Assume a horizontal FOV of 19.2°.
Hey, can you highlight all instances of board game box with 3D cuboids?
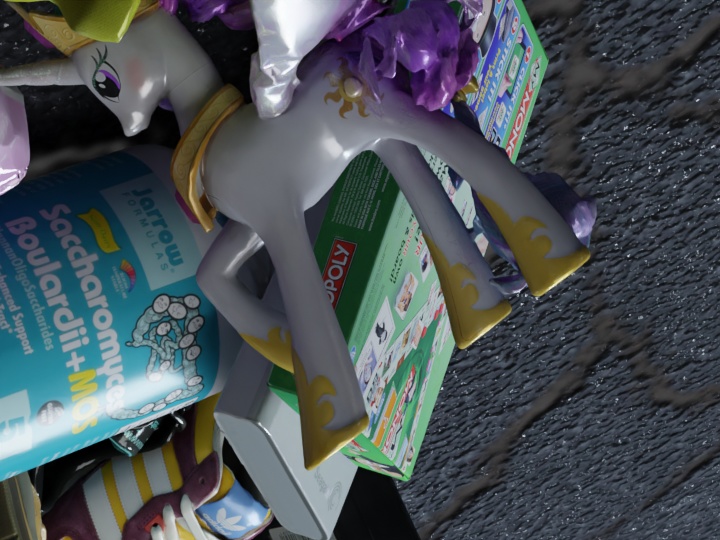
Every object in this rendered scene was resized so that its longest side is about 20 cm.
[{"bbox_3d":[0.024,-0.026,0.873,0.029,0.201,0.135,15,166,19],"label":"board game box"}]

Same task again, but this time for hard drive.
[{"bbox_3d":[0.000,0.000,0.908,0.026,0.201,0.132,14,157,19],"label":"hard drive"}]

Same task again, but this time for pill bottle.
[{"bbox_3d":[-0.118,0.015,0.873,0.199,0.111,0.111,-22,152,-28],"label":"pill bottle"}]

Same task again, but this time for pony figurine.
[{"bbox_3d":[-0.009,-0.062,0.753,0.193,0.201,0.167,-37,178,5],"label":"pony figurine"}]

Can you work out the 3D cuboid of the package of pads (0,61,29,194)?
[{"bbox_3d":[-0.212,-0.067,0.718,0.120,0.076,0.200,-31,150,10],"label":"package of pads"}]

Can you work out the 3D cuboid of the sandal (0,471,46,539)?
[{"bbox_3d":[-0.174,0.113,0.945,0.080,0.202,0.054,-7,-176,14],"label":"sandal"}]

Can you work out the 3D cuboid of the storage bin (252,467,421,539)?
[{"bbox_3d":[-0.040,0.175,1.106,0.134,0.201,0.094,-6,146,-31],"label":"storage bin"}]

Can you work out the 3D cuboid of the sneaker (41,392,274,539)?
[{"bbox_3d":[-0.095,0.117,0.999,0.075,0.090,0.201,42,71,-44],"label":"sneaker"}]

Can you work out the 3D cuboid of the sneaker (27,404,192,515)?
[{"bbox_3d":[-0.091,0.039,0.979,0.199,0.080,0.075,-32,150,6],"label":"sneaker"}]

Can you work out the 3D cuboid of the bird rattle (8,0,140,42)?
[{"bbox_3d":[-0.074,-0.176,0.642,0.162,0.113,0.200,22,123,-33],"label":"bird rattle"}]
